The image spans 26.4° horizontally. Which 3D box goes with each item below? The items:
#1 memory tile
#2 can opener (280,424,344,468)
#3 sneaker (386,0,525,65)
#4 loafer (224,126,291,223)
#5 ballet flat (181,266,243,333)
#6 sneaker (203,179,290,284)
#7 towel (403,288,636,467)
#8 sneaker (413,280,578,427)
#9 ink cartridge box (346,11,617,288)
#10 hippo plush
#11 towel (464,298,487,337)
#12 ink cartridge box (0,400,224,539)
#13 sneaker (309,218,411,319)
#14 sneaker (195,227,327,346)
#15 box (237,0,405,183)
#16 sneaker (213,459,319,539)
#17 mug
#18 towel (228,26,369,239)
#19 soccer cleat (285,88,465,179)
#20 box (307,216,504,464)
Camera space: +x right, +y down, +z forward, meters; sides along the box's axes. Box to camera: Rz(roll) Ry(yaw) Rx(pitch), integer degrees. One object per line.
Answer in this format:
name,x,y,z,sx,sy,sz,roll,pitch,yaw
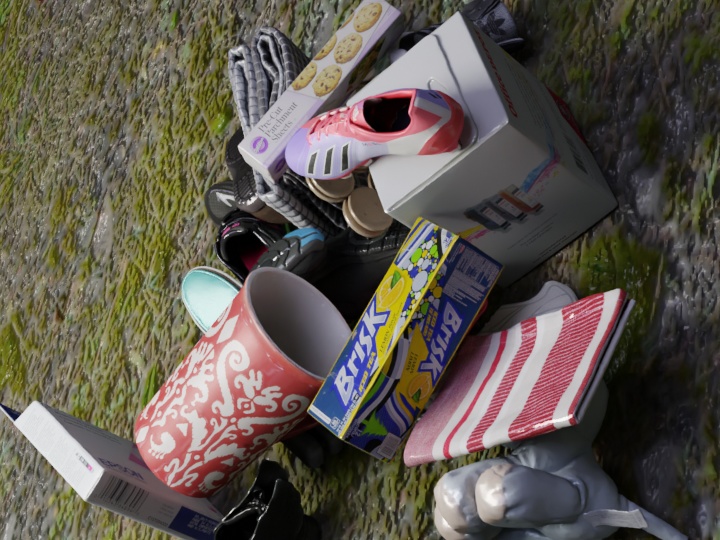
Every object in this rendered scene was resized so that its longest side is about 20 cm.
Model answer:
memory tile,0.000,-0.132,1.524,0.017,0.153,0.200,-46,7,45
can opener,-0.090,0.140,1.576,0.052,0.067,0.199,-33,43,-24
sneaker,0.097,-0.224,1.516,0.113,0.200,0.076,-27,98,19
loafer,-0.102,-0.110,1.683,0.073,0.071,0.201,-38,29,23
ballet flat,-0.103,0.061,1.594,0.199,0.069,0.070,31,90,29
sneaker,-0.120,-0.040,1.659,0.077,0.084,0.200,-48,47,10
towel,0.128,0.090,1.268,0.199,0.023,0.145,-23,28,48
sneaker,0.125,0.083,1.413,0.199,0.075,0.082,-32,41,18
ink cartridge box,0.111,-0.108,1.418,0.144,0.199,0.146,-36,50,21
hippo plush,0.151,0.145,1.293,0.198,0.159,0.163,-14,62,35
towel,0.054,0.050,1.447,0.145,0.022,0.200,-54,18,10
ink cartridge box,-0.253,0.198,1.577,0.200,0.196,0.044,36,92,43
sneaker,0.000,0.000,1.540,0.198,0.091,0.076,-17,29,32
sneaker,-0.086,0.044,1.510,0.200,0.082,0.073,-51,15,21
box,-0.034,-0.173,1.439,0.041,0.039,0.200,38,81,17
sneaker,-0.115,0.277,1.488,0.200,0.104,0.060,-49,48,11
mug,-0.096,0.124,1.438,0.200,0.177,0.134,-45,20,26
towel,-0.053,-0.137,1.596,0.085,0.165,0.202,-28,54,19
soccer cleat,0.001,-0.124,1.332,0.199,0.076,0.067,-4,68,41
box,0.039,0.061,1.334,0.201,0.064,0.070,-59,33,-1
